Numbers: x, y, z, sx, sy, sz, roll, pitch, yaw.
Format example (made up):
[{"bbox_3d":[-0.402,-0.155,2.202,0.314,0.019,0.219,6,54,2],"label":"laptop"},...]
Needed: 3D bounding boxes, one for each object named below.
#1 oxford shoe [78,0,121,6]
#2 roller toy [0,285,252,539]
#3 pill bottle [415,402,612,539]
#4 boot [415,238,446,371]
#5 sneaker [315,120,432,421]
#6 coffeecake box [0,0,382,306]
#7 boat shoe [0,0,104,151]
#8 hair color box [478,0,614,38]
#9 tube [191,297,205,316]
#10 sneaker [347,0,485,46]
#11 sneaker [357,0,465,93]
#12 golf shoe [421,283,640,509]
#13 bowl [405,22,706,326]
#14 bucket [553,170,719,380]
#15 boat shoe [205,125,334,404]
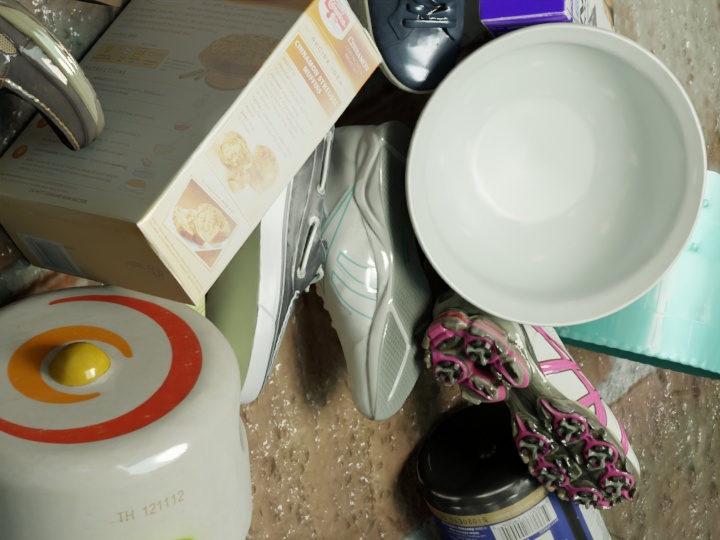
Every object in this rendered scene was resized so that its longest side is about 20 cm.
[{"bbox_3d":[-0.162,-0.193,1.372,0.071,0.200,0.072,15,106,-12],"label":"oxford shoe"},{"bbox_3d":[-0.158,0.100,1.419,0.183,0.199,0.141,-50,147,-46],"label":"roller toy"},{"bbox_3d":[0.124,0.199,1.792,0.112,0.111,0.201,-46,128,-29],"label":"pill bottle"},{"bbox_3d":[0.062,-0.029,1.704,0.075,0.073,0.202,11,92,-58],"label":"boot"},{"bbox_3d":[0.000,0.000,1.648,0.070,0.080,0.202,-16,106,-59],"label":"sneaker"},{"bbox_3d":[-0.108,-0.087,1.466,0.200,0.153,0.073,-54,131,-24],"label":"coffeecake box"},{"bbox_3d":[-0.229,-0.135,1.390,0.073,0.074,0.200,-46,112,-7],"label":"boat shoe"},{"bbox_3d":[0.128,-0.200,1.678,0.200,0.064,0.110,32,56,-74],"label":"hair color box"},{"bbox_3d":[-0.122,0.068,1.561,0.058,0.052,0.202,0,107,-5],"label":"tube"},{"bbox_3d":[0.045,-0.227,1.657,0.115,0.075,0.201,25,85,-46],"label":"sneaker"},{"bbox_3d":[0.048,-0.209,1.557,0.074,0.084,0.202,-7,105,-27],"label":"sneaker"},{"bbox_3d":[0.128,0.078,1.679,0.200,0.072,0.092,47,39,-20],"label":"golf shoe"},{"bbox_3d":[0.122,-0.070,1.635,0.199,0.090,0.203,-2,103,-8],"label":"bowl"},{"bbox_3d":[0.202,-0.004,1.773,0.206,0.206,0.136,17,86,-46],"label":"bucket"},{"bbox_3d":[-0.053,-0.011,1.595,0.067,0.072,0.202,9,84,-32],"label":"boat shoe"}]
